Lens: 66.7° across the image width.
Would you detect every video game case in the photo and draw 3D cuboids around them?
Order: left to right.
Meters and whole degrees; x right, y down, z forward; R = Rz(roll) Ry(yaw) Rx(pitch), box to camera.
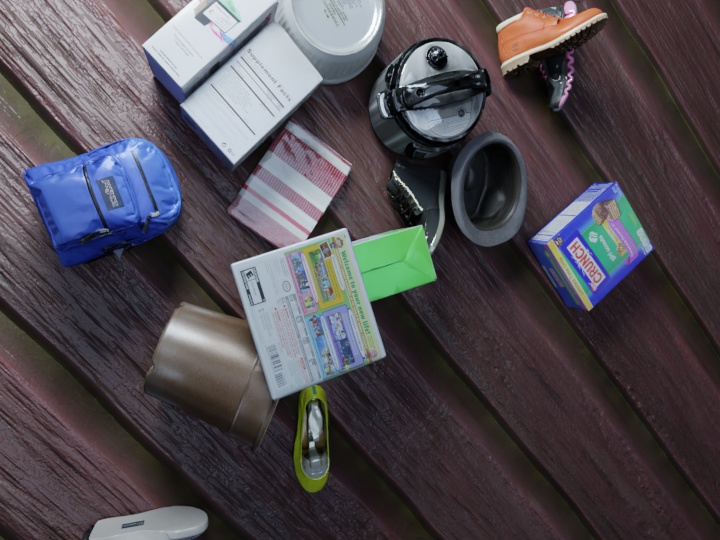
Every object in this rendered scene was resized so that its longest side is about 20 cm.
[{"bbox_3d":[-0.074,0.061,0.799,0.179,0.022,0.204,-18,90,-14],"label":"video game case"}]

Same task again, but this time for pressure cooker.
[{"bbox_3d":[0.112,-0.291,0.927,0.177,0.200,0.178,33,84,-16],"label":"pressure cooker"}]

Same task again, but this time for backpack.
[{"bbox_3d":[-0.370,-0.104,0.823,0.197,0.167,0.165,-22,106,-17],"label":"backpack"}]

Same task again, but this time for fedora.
[{"bbox_3d":[0.221,-0.153,1.015,0.174,0.090,0.204,-22,112,-21],"label":"fedora"}]

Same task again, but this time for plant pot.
[{"bbox_3d":[-0.222,0.155,0.875,0.195,0.200,0.204,23,87,-8],"label":"plant pot"}]

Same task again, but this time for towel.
[{"bbox_3d":[-0.122,-0.144,0.964,0.143,0.023,0.202,35,82,-13],"label":"towel"}]

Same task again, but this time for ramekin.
[{"bbox_3d":[-0.051,-0.429,0.922,0.196,0.105,0.205,-1,93,-15],"label":"ramekin"}]

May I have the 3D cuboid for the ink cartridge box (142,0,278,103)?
[{"bbox_3d":[-0.231,-0.362,0.854,0.200,0.145,0.084,-46,104,-8],"label":"ink cartridge box"}]

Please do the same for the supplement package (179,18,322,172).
[{"bbox_3d":[-0.177,-0.277,0.886,0.200,0.121,0.120,-46,104,-9],"label":"supplement package"}]

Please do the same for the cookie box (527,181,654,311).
[{"bbox_3d":[0.466,-0.049,1.106,0.199,0.075,0.172,-39,103,-9],"label":"cookie box"}]

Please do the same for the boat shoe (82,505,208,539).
[{"bbox_3d":[-0.353,0.463,0.917,0.196,0.075,0.095,-3,101,-8],"label":"boat shoe"}]

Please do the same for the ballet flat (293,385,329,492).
[{"bbox_3d":[-0.085,0.308,0.978,0.065,0.067,0.205,-1,94,-16],"label":"ballet flat"}]

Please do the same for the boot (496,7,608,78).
[{"bbox_3d":[0.343,-0.446,1.003,0.075,0.197,0.110,-6,83,-58],"label":"boot"}]

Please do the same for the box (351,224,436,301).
[{"bbox_3d":[0.000,0.000,0.925,0.196,0.176,0.099,-17,96,-13],"label":"box"}]

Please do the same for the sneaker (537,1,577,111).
[{"bbox_3d":[0.367,-0.414,1.067,0.093,0.079,0.205,1,94,8],"label":"sneaker"}]

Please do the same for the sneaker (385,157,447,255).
[{"bbox_3d":[0.091,-0.108,0.976,0.104,0.075,0.203,16,54,-9],"label":"sneaker"}]
